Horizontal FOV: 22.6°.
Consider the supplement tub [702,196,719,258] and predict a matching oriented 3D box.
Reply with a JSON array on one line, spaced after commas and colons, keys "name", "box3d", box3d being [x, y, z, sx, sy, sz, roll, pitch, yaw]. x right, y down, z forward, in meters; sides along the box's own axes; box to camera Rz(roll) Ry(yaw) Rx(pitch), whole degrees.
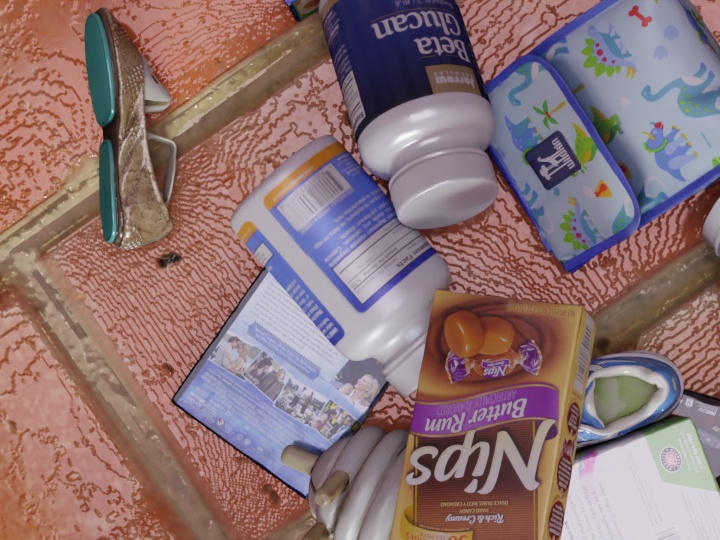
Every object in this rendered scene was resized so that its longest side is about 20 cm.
[{"name": "supplement tub", "box3d": [0.377, 0.001, 1.392, 0.145, 0.145, 0.200, -43, 67, 2]}]

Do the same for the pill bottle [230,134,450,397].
[{"name": "pill bottle", "box3d": [0.000, 0.000, 1.432, 0.112, 0.112, 0.200, -41, 87, 2]}]

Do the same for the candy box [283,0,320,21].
[{"name": "candy box", "box3d": [-0.010, -0.329, 1.476, 0.200, 0.077, 0.169, -29, 86, 4]}]

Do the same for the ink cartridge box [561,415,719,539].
[{"name": "ink cartridge box", "box3d": [0.176, 0.199, 1.380, 0.200, 0.067, 0.117, -20, 88, 2]}]

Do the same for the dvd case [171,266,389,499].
[{"name": "dvd case", "box3d": [-0.044, 0.068, 1.498, 0.143, 0.018, 0.200, 35, 92, 4]}]

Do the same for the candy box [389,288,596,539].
[{"name": "candy box", "box3d": [0.098, 0.120, 1.327, 0.117, 0.056, 0.200, 6, 79, 21]}]

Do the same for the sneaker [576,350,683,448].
[{"name": "sneaker", "box3d": [0.149, 0.101, 1.382, 0.200, 0.077, 0.076, -17, 86, 4]}]

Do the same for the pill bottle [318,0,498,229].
[{"name": "pill bottle", "box3d": [0.043, -0.139, 1.423, 0.111, 0.111, 0.200, -18, 68, 3]}]

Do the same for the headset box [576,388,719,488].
[{"name": "headset box", "box3d": [0.205, 0.182, 1.451, 0.149, 0.077, 0.200, 18, 88, 4]}]

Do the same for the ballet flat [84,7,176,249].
[{"name": "ballet flat", "box3d": [-0.188, -0.118, 1.498, 0.065, 0.070, 0.200, -5, 91, -24]}]

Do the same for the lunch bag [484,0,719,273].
[{"name": "lunch bag", "box3d": [0.202, -0.118, 1.440, 0.200, 0.127, 0.170, -33, 86, 19]}]

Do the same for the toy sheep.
[{"name": "toy sheep", "box3d": [0.024, 0.188, 1.435, 0.200, 0.138, 0.138, 29, 91, 13]}]
